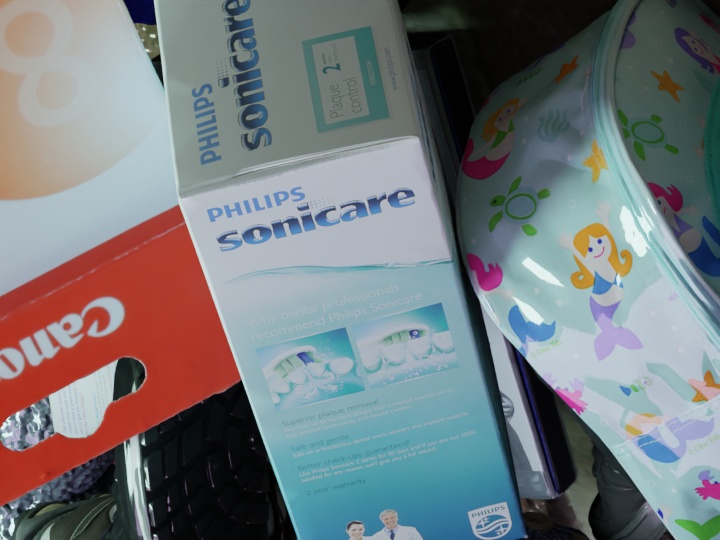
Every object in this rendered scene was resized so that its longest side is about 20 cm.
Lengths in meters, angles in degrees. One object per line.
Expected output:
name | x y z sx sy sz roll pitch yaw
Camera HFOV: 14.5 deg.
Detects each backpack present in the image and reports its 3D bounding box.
backpack | 0.132 -0.002 0.980 0.200 0.178 0.150 42 125 -13

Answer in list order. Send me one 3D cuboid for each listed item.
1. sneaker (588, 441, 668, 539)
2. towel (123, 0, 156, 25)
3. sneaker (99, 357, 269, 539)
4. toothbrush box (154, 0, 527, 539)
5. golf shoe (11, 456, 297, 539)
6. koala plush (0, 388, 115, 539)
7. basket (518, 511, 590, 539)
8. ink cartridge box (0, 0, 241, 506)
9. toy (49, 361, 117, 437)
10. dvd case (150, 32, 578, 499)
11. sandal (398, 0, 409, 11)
sneaker | 0.115 0.044 1.171 0.104 0.060 0.200 33 145 -4
towel | -0.135 -0.146 1.074 0.199 0.050 0.148 -6 122 51
sneaker | -0.084 0.113 1.165 0.087 0.076 0.201 9 122 37
toothbrush box | -0.008 -0.012 0.999 0.085 0.147 0.201 -14 132 4
golf shoe | -0.057 0.118 1.290 0.094 0.199 0.078 -9 99 59
koala plush | -0.155 0.092 1.375 0.176 0.184 0.201 10 121 1
basket | 0.042 0.178 1.273 0.175 0.140 0.200 2 170 -21
ink cartridge box | -0.135 -0.007 1.033 0.201 0.161 0.050 65 172 -20
toy | -0.049 0.022 1.265 0.199 0.047 0.116 4 112 26
dvd case | 0.000 0.000 1.166 0.150 0.025 0.201 1 117 38
sandal | -0.006 -0.141 1.013 0.076 0.043 0.200 28 149 2
